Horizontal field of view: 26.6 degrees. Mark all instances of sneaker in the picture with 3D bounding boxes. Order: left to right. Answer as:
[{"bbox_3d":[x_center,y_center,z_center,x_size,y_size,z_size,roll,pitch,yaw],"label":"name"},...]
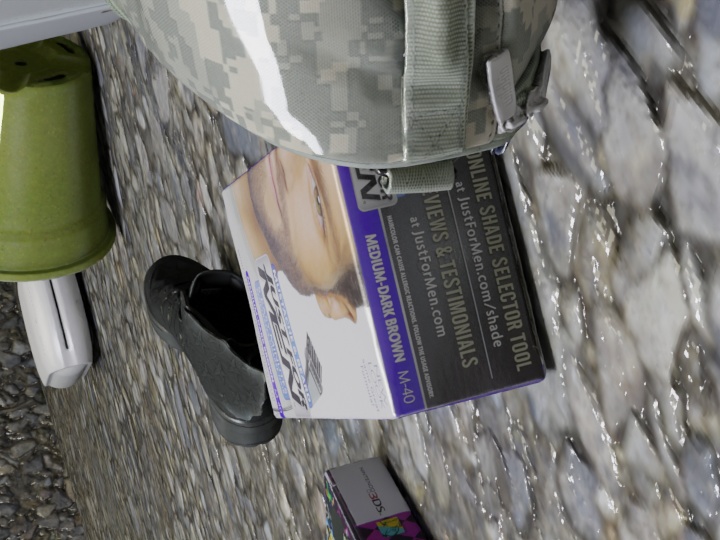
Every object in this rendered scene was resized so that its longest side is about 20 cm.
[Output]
[{"bbox_3d":[-0.086,0.030,0.944,0.200,0.059,0.105,55,156,40],"label":"sneaker"}]

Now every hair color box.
[{"bbox_3d":[0.000,0.000,0.611,0.200,0.064,0.111,160,97,-73],"label":"hair color box"}]

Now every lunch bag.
[{"bbox_3d":[-0.011,-0.141,0.390,0.168,0.138,0.202,-121,22,-47],"label":"lunch bag"}]

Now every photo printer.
[{"bbox_3d":[-0.403,0.063,2.006,0.200,0.069,0.168,145,110,-73],"label":"photo printer"}]

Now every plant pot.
[{"bbox_3d":[-0.325,-0.121,1.446,0.201,0.198,0.186,-124,37,-51],"label":"plant pot"}]

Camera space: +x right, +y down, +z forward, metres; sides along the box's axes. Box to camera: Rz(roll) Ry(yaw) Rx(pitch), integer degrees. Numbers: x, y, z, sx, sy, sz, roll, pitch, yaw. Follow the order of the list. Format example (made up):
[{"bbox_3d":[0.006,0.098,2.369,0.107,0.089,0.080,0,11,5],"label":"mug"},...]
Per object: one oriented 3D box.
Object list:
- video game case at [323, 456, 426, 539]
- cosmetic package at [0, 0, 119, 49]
[{"bbox_3d":[0.029,0.224,0.744,0.182,0.035,0.202,-124,26,-51],"label":"video game case"},{"bbox_3d":[-0.262,-0.269,1.099,0.167,0.165,0.202,-172,68,-73],"label":"cosmetic package"}]
